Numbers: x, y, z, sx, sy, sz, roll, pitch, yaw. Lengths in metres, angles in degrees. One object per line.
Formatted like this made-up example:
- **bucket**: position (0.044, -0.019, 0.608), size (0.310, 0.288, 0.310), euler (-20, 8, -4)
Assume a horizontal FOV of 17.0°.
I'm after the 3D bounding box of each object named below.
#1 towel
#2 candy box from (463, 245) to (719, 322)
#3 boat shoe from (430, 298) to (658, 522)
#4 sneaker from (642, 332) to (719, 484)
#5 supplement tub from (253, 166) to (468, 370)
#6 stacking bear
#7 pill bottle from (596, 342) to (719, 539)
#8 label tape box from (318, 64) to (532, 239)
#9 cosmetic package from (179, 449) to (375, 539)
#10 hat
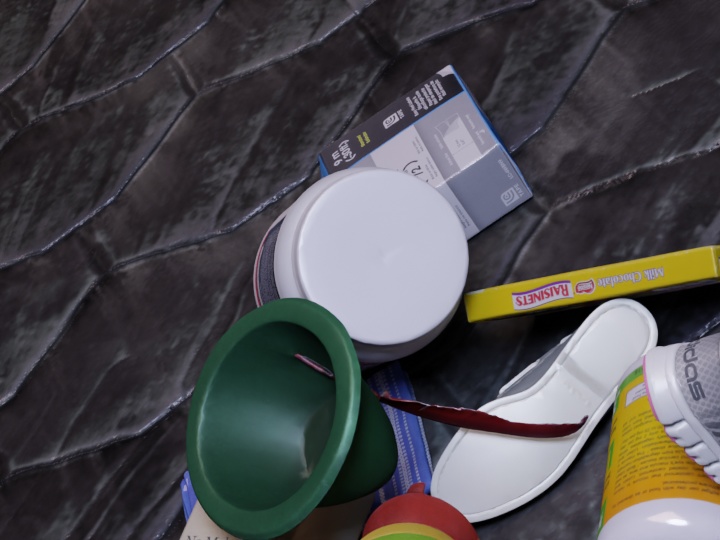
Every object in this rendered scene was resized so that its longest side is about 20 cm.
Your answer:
- **towel**: position (-0.042, 0.158, 1.781), size (0.199, 0.024, 0.145), euler (-29, 36, 11)
- **candy box**: position (0.183, 0.008, 1.700), size (0.199, 0.027, 0.102), euler (-11, -2, 33)
- **boat shoe**: position (0.130, 0.101, 1.678), size (0.200, 0.073, 0.062), euler (-45, -7, -1)
- **sneaker**: position (0.257, 0.101, 1.417), size (0.087, 0.200, 0.074), euler (-29, 29, 36)
- **supplement tub**: position (0.000, 0.000, 1.760), size (0.140, 0.140, 0.200), euler (-44, 2, -10)
- **stacking bear**: position (0.035, 0.213, 1.562), size (0.113, 0.122, 0.200), euler (4, 22, 3)
- **pill bottle**: position (0.204, 0.152, 1.489), size (0.111, 0.111, 0.201), euler (-16, 39, 28)
- **label tape box**: position (0.024, -0.061, 1.941), size (0.199, 0.066, 0.144), euler (-32, 34, 5)
- **cosmetic package**: position (-0.077, 0.219, 1.678), size (0.105, 0.071, 0.201), euler (-2, 52, 34)
- **hat**: position (0.005, 0.123, 1.658), size (0.200, 0.175, 0.167), euler (26, 94, 50)
